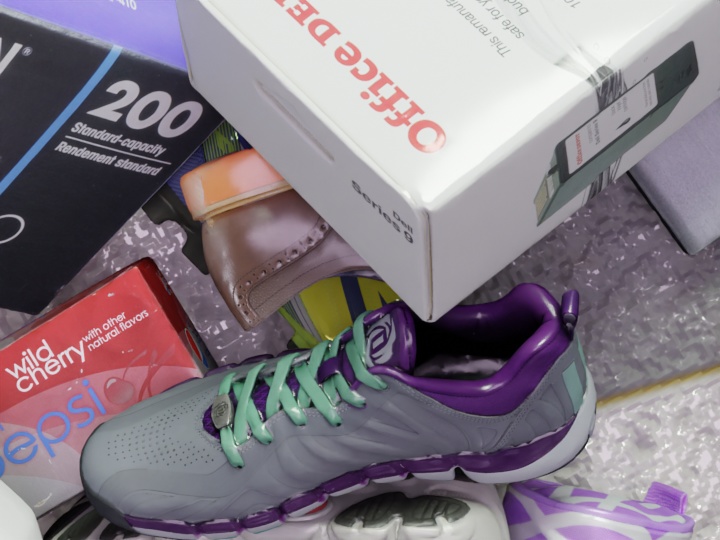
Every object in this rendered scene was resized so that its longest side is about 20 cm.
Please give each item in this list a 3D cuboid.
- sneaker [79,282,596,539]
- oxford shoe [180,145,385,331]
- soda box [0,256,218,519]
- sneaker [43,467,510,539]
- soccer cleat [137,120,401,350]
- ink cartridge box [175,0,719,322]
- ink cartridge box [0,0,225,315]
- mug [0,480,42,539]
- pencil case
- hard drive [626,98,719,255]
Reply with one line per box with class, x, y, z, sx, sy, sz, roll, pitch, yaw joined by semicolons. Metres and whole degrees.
sneaker;-0.012;0.042;0.937;0.199;0.088;0.075;-11;53;-1
oxford shoe;0.034;-0.030;0.976;0.199;0.071;0.073;-16;88;-7
soda box;-0.155;0.074;1.024;0.199;0.063;0.070;-31;93;2
sneaker;-0.037;0.122;1.002;0.199;0.081;0.084;2;114;23
soccer cleat;0.000;0.000;1.017;0.200;0.065;0.084;42;97;-1
ink cartridge box;0.050;-0.101;0.914;0.200;0.084;0.146;-37;65;-17
ink cartridge box;-0.141;-0.073;0.929;0.200;0.198;0.044;-46;52;25
mug;-0.207;0.111;0.945;0.153;0.186;0.150;35;61;-11
pencil case;0.079;0.183;1.022;0.085;0.084;0.201;10;97;-35
hard drive;0.132;-0.128;1.025;0.139;0.033;0.200;-36;92;3
